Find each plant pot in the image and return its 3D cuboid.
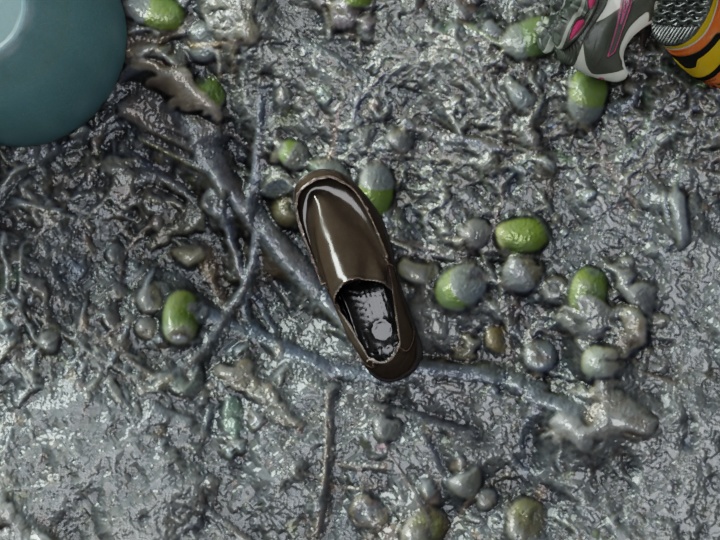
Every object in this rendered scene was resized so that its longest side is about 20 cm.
[{"bbox_3d":[-0.320,-0.219,1.509,0.199,0.135,0.202,0,85,6],"label":"plant pot"}]

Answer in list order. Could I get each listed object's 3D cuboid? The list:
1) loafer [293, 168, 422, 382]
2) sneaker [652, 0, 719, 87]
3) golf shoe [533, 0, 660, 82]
[{"bbox_3d":[0.000,0.000,1.492,0.073,0.071,0.201,-27,84,3],"label":"loafer"},{"bbox_3d":[0.326,-0.252,1.481,0.090,0.070,0.201,44,67,-35],"label":"sneaker"},{"bbox_3d":[0.233,-0.264,1.499,0.088,0.077,0.201,30,90,-15],"label":"golf shoe"}]
